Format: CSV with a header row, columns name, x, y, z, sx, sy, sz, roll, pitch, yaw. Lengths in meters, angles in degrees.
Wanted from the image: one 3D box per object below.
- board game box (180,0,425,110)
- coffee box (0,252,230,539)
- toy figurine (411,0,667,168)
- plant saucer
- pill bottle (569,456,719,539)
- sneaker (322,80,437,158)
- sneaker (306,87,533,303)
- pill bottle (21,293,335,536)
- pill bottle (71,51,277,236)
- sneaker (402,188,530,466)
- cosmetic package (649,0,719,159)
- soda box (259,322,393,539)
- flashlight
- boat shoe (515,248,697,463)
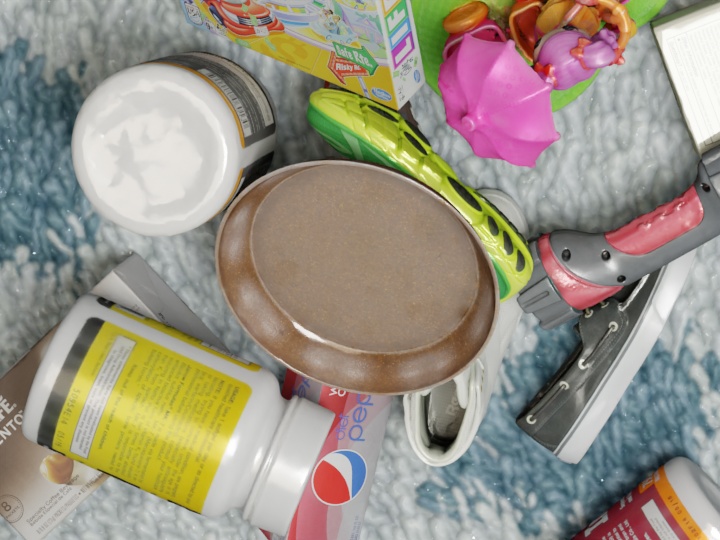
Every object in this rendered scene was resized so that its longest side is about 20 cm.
name,x,y,z,sx,sy,sz,roll,pitch,yaw
board game box,-0.053,-0.200,1.261,0.200,0.034,0.135,25,148,31
coffee box,-0.211,0.098,1.397,0.200,0.080,0.114,-42,94,12
toy figurine,0.124,-0.145,1.238,0.199,0.184,0.150,-22,114,15
plant saucer,0.000,0.000,1.251,0.199,0.035,0.201,9,129,12
pill bottle,0.197,0.240,1.363,0.200,0.113,0.113,-41,94,12
sneaker,0.018,-0.094,1.351,0.082,0.077,0.201,1,104,-21
sneaker,0.030,-0.046,1.273,0.200,0.074,0.084,45,109,-2
pill bottle,-0.126,0.105,1.290,0.199,0.114,0.115,23,103,2
pill bottle,-0.122,-0.094,1.286,0.116,0.200,0.117,1,100,8
sneaker,0.080,0.045,1.337,0.073,0.116,0.201,11,101,6
cosmetic package,0.315,-0.163,1.289,0.199,0.073,0.104,-20,99,10
soda box,-0.023,0.113,1.374,0.063,0.070,0.201,6,104,-26
flashlight,0.199,-0.031,1.289,0.200,0.068,0.068,-32,65,24
boat shoe,0.182,0.050,1.351,0.056,0.069,0.200,28,105,0
